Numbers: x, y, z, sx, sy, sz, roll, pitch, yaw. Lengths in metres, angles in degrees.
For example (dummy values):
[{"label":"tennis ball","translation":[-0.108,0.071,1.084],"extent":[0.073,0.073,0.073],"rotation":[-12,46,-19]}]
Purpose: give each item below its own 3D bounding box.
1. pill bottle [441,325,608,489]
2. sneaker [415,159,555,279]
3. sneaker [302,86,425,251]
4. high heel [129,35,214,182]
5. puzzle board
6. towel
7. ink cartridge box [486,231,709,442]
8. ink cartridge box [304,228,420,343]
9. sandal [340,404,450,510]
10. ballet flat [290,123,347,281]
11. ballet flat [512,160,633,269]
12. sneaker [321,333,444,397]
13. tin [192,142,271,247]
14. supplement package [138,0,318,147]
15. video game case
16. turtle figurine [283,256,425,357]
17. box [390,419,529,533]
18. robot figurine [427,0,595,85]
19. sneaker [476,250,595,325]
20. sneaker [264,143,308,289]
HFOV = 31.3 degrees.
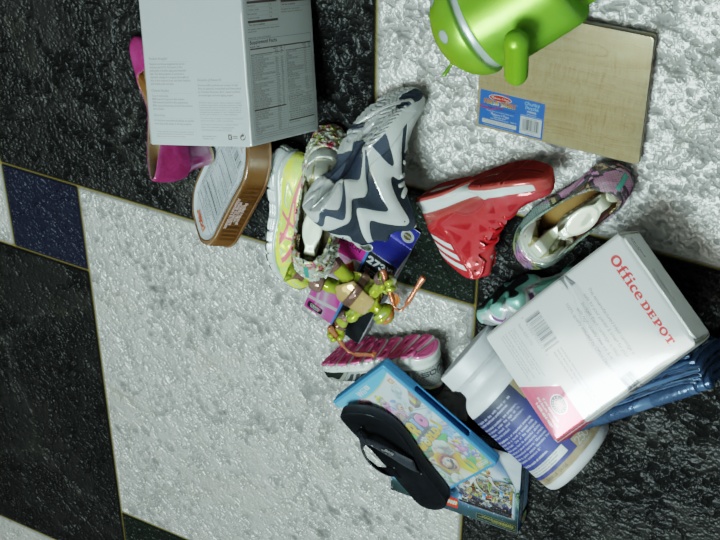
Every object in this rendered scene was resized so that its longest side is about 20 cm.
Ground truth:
[{"label":"pill bottle","translation":[0.204,0.168,1.617],"extent":[0.200,0.116,0.116],"rotation":[41,132,2]},{"label":"sneaker","translation":[0.163,-0.057,1.521],"extent":[0.199,0.078,0.117],"rotation":[-7,111,50]},{"label":"sneaker","translation":[0.035,-0.111,1.541],"extent":[0.129,0.200,0.079],"rotation":[41,168,-34]},{"label":"high heel","translation":[-0.272,-0.209,1.670],"extent":[0.067,0.095,0.202],"rotation":[-27,88,49]},{"label":"puzzle board","translation":[0.224,-0.210,1.426],"extent":[0.198,0.017,0.152],"rotation":[17,128,24]},{"label":"towel","translation":[0.338,0.128,1.510],"extent":[0.199,0.111,0.049],"rotation":[-27,89,40]},{"label":"ink cartridge box","translation":[0.264,0.073,1.432],"extent":[0.199,0.083,0.147],"rotation":[-39,76,24]},{"label":"ink cartridge box","translation":[0.000,0.000,1.695],"extent":[0.094,0.037,0.201],"rotation":[34,130,9]},{"label":"sandal","translation":[0.048,0.254,1.726],"extent":[0.200,0.043,0.076],"rotation":[47,140,-15]},{"label":"ballet flat","translation":[-0.045,-0.088,1.576],"extent":[0.074,0.064,0.203],"rotation":[4,80,8]},{"label":"ballet flat","translation":[0.234,-0.052,1.484],"extent":[0.069,0.071,0.200],"rotation":[44,133,-5]},{"label":"sneaker","translation":[0.034,0.140,1.736],"extent":[0.198,0.074,0.088],"rotation":[-7,118,37]},{"label":"tin","translation":[-0.172,-0.116,1.686],"extent":[0.201,0.041,0.113],"rotation":[-57,39,41]},{"label":"supplement package","translation":[-0.153,-0.257,1.513],"extent":[0.150,0.150,0.203],"rotation":[5,105,30]},{"label":"video game case","translation":[0.072,0.210,1.712],"extent":[0.200,0.018,0.143],"rotation":[41,142,-7]},{"label":"turtle figurine","translation":[-0.008,0.019,1.643],"extent":[0.160,0.065,0.200],"rotation":[36,139,-7]},{"label":"box","translation":[0.136,0.271,1.780],"extent":[0.198,0.038,0.138],"rotation":[16,127,24]},{"label":"robot figurine","translation":[0.158,-0.281,1.342],"extent":[0.199,0.115,0.178],"rotation":[-26,61,29]},{"label":"sneaker","translation":[0.243,0.070,1.553],"extent":[0.199,0.078,0.141],"rotation":[-19,107,40]},{"label":"sneaker","translation":[-0.071,-0.060,1.671],"extent":[0.089,0.078,0.202],"rotation":[12,124,23]}]
